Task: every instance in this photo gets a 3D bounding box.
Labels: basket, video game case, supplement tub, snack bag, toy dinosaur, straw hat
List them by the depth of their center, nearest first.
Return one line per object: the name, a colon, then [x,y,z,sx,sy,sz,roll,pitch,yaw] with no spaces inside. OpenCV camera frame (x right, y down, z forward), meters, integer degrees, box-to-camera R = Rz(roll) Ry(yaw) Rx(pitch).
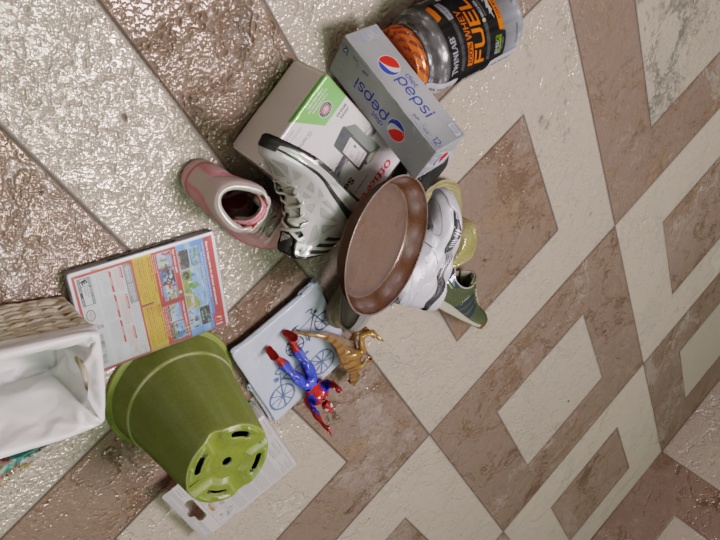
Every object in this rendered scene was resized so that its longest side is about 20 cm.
basket: [-0.410,0.121,0.784,0.198,0.123,0.137,-13,123,-37]
video game case: [-0.277,0.039,0.916,0.198,0.017,0.145,-20,118,-32]
supplement tub: [0.126,-0.332,0.987,0.199,0.122,0.124,-32,132,-23]
snack bag: [-0.113,0.134,1.132,0.188,0.021,0.201,-40,135,-17]
toy dinosaur: [-0.020,0.134,1.158,0.106,0.060,0.201,-43,136,-12]
straw hat: [0.152,-0.052,1.177,0.200,0.084,0.203,-34,136,-40]

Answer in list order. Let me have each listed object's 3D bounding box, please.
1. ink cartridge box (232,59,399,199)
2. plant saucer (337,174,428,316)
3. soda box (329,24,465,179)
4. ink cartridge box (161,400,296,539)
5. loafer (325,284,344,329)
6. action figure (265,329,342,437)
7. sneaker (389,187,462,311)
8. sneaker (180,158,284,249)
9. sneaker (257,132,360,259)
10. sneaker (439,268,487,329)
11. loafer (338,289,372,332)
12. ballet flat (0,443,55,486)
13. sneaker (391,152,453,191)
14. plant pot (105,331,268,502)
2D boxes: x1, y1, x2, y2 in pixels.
ink cartridge box: [-0.054,-0.164,0.956,0.146,0.084,0.200,-54,138,-1]
plant saucer: [0.027,-0.037,0.947,0.200,0.034,0.202,-38,139,-42]
soda box: [0.047,-0.227,0.924,0.063,0.201,0.068,-32,170,-32]
ink cartridge box: [-0.219,0.334,1.146,0.199,0.050,0.162,-36,134,-14]
loafer: [0.017,0.010,1.127,0.075,0.068,0.202,28,86,-47]
action figure: [-0.074,0.191,1.119,0.065,0.099,0.201,-42,138,-13]
sneaker: [0.087,-0.030,1.072,0.114,0.075,0.203,-2,109,-33]
sneaker: [-0.143,-0.071,0.921,0.200,0.104,0.076,36,87,-48]
sneaker: [-0.078,-0.078,0.865,0.116,0.075,0.200,-57,140,-4]
sneaker: [0.201,0.046,1.321,0.199,0.067,0.090,26,102,-44]
loafer: [0.000,0.000,1.030,0.069,0.069,0.202,-8,117,-50]
ballet flat: [-0.450,0.232,0.870,0.199,0.076,0.064,-34,164,-16]
sneaker: [0.076,-0.132,1.028,0.100,0.070,0.200,-59,180,-27]
plant pot: [-0.226,0.213,0.956,0.198,0.189,0.202,-21,127,-30]
